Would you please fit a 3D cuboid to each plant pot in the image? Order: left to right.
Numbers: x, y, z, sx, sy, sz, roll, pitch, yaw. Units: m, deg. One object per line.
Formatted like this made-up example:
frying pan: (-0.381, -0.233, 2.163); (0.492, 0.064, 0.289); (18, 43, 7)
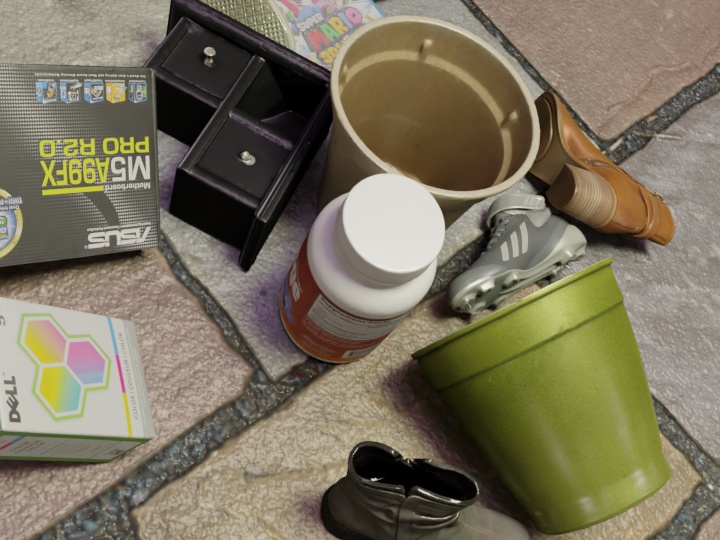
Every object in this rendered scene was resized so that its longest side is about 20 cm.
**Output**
plant pot: (0.042, -0.107, 0.869); (0.199, 0.184, 0.202); (9, 59, -15)
plant pot: (0.174, 0.119, 0.800); (0.199, 0.200, 0.194); (-21, 82, -28)

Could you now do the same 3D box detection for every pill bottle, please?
pill bottle: (0.000, 0.000, 0.778); (0.111, 0.200, 0.113); (6, 66, -14)

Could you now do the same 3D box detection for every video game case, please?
video game case: (-0.029, -0.276, 1.039); (0.143, 0.018, 0.200); (-30, 75, -30)

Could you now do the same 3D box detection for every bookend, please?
bookend: (-0.144, -0.140, 0.877); (0.199, 0.092, 0.200); (28, 56, -2)

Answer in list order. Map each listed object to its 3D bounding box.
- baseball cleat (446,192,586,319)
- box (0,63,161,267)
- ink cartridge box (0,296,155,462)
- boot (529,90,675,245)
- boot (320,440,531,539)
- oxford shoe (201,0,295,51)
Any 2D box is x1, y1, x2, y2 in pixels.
baseball cleat: (0.146, -0.020, 0.937); (0.199, 0.070, 0.107); (-18, 62, -38)
box: (-0.265, -0.090, 0.751); (0.199, 0.044, 0.162); (-9, 104, -42)
ink cartridge box: (-0.251, 0.082, 0.669); (0.199, 0.059, 0.105); (20, 47, -55)
boot: (0.271, -0.115, 1.025); (0.154, 0.077, 0.201); (17, 35, -25)
boot: (0.069, 0.202, 0.735); (0.198, 0.131, 0.068); (17, 58, -10)
oxford shoe: (-0.143, -0.300, 0.989); (0.200, 0.075, 0.058); (43, 21, 5)
